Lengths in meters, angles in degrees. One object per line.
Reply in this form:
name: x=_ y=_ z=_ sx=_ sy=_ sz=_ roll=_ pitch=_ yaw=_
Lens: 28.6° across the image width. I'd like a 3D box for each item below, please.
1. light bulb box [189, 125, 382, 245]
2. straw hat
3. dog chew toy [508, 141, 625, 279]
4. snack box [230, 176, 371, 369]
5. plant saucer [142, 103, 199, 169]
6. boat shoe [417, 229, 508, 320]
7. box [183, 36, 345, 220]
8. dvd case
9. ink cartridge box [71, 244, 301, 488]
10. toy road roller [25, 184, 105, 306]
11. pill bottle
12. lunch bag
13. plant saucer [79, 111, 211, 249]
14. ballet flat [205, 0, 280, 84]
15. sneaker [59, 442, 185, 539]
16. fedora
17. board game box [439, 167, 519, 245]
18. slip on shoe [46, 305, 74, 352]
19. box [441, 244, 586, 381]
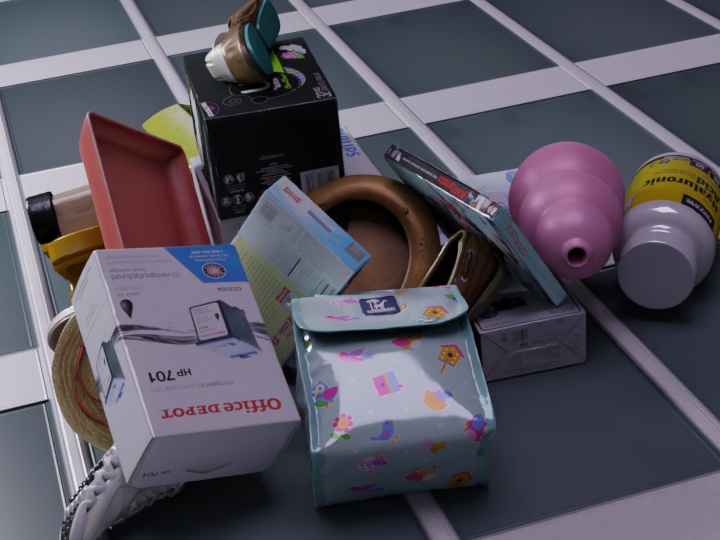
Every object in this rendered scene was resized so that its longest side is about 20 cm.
light bulb box: x=-0.078 y=-0.062 z=1.650 sx=0.199 sy=0.125 sz=0.198 roll=-13 pitch=29 yaw=-12
straw hat: x=-0.203 y=0.100 z=1.404 sx=0.201 sy=0.202 sz=0.085 roll=-12 pitch=-12 yaw=-11
dog chew toy: x=0.217 y=-0.055 z=1.463 sx=0.124 sy=0.125 sz=0.200 roll=-3 pitch=24 yaw=5
snack box: x=-0.083 y=0.011 z=1.405 sx=0.116 sy=0.200 sz=0.037 roll=43 pitch=44 yaw=4
plant saucer: x=-0.162 y=-0.167 z=1.860 sx=0.200 sy=0.048 sz=0.200 roll=7 pitch=20 yaw=-30
boat shoe: x=0.065 y=0.049 z=1.399 sx=0.072 sy=0.068 sz=0.200 roll=2 pitch=52 yaw=53
box: x=-0.109 y=-0.163 z=1.581 sx=0.148 sy=0.125 sz=0.200 roll=-11 pitch=31 yaw=-9
dvd case: x=0.116 y=-0.048 z=1.450 sx=0.022 sy=0.146 sz=0.200 roll=-47 pitch=39 yaw=-7
ink cartridge box: x=-0.159 y=0.081 z=1.270 sx=0.146 sy=0.086 sz=0.200 roll=-4 pitch=53 yaw=-31
toy road roller: x=-0.305 y=-0.020 z=1.646 sx=0.123 sy=0.146 sz=0.200 roll=-16 pitch=-8 yaw=-4
pill bottle: x=0.336 y=-0.041 z=1.546 sx=0.111 sy=0.112 sz=0.200 roll=4 pitch=30 yaw=18
lunch bag: x=0.024 y=0.097 z=1.285 sx=0.170 sy=0.122 sz=0.200 roll=-6 pitch=54 yaw=-4
plant saucer: x=-0.233 y=-0.059 z=1.552 sx=0.037 sy=0.200 sz=0.200 roll=-22 pitch=-15 yaw=19
ballet flat: x=-0.132 y=-0.244 z=1.546 sx=0.072 sy=0.068 sz=0.200 roll=-23 pitch=27 yaw=13
sneaker: x=-0.196 y=0.183 z=1.277 sx=0.081 sy=0.075 sz=0.200 roll=40 pitch=51 yaw=-6
fedora: x=0.000 y=0.000 z=1.510 sx=0.200 sy=0.082 sz=0.201 roll=-4 pitch=72 yaw=13
board game box: x=0.131 y=-0.053 z=1.676 sx=0.198 sy=0.043 sz=0.200 roll=-10 pitch=28 yaw=-7
slip on shoe: x=-0.233 y=0.071 z=1.497 sx=0.199 sy=0.076 sz=0.061 roll=-3 pitch=44 yaw=-4
box: x=0.153 y=0.033 z=1.496 sx=0.116 sy=0.060 sz=0.200 roll=-11 pitch=29 yaw=-9
